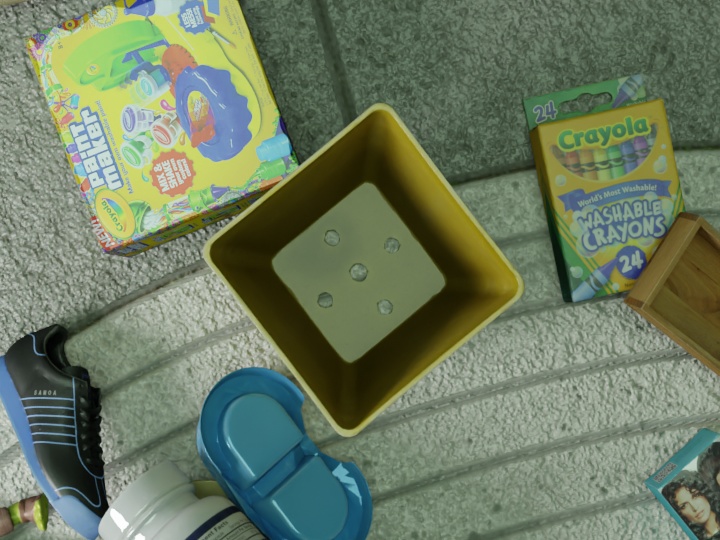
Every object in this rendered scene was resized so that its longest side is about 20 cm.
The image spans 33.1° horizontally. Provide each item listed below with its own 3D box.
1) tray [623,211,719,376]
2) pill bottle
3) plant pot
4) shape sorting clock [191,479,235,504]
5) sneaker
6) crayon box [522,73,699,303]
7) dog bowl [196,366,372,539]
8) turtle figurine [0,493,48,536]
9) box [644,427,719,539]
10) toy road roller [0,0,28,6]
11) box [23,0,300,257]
[{"bbox_3d":[0.346,0.043,1.132,0.199,0.037,0.099,35,87,-22],"label":"tray"},{"bbox_3d":[-0.131,0.269,1.055,0.200,0.120,0.120,43,88,16],"label":"pill bottle"},{"bbox_3d":[0.000,0.000,1.083,0.199,0.176,0.201,-39,91,-2],"label":"plant pot"},{"bbox_3d":[-0.145,0.298,1.140,0.196,0.039,0.204,0,87,-2],"label":"shape sorting clock"},{"bbox_3d":[-0.266,0.142,1.106,0.077,0.070,0.201,-33,72,2],"label":"sneaker"},{"bbox_3d":[0.236,-0.081,1.154,0.124,0.052,0.203,-12,89,-2],"label":"crayon box"},{"bbox_3d":[-0.075,0.186,1.122,0.111,0.050,0.201,-38,91,-31],"label":"dog bowl"},{"bbox_3d":[-0.368,0.268,1.122,0.158,0.064,0.204,-5,81,-9],"label":"turtle figurine"},{"bbox_3d":[0.367,0.254,1.152,0.082,0.049,0.201,-40,90,-2],"label":"box"},{"bbox_3d":[-0.337,-0.361,1.123,0.121,0.147,0.202,-10,126,-2],"label":"toy road roller"},{"bbox_3d":[-0.172,-0.141,1.108,0.190,0.122,0.203,-22,89,-1],"label":"box"}]
